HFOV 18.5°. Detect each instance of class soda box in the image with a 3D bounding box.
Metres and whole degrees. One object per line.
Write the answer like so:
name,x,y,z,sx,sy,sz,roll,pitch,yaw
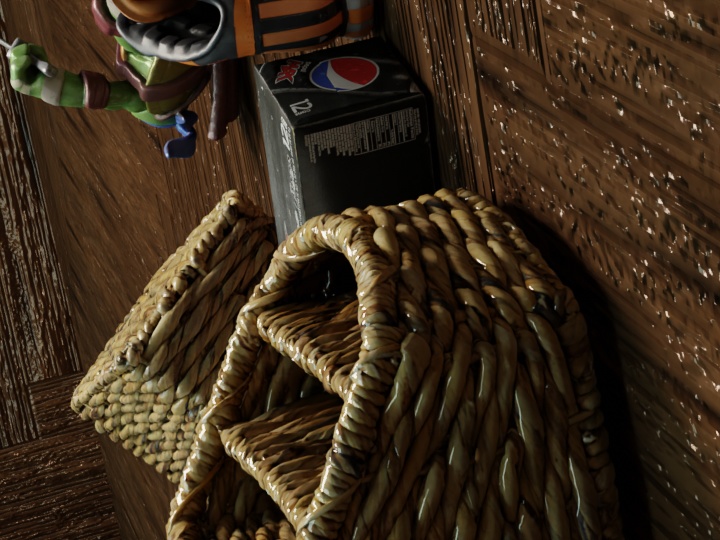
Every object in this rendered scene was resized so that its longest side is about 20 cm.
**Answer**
soda box,0.000,0.000,1.011,0.071,0.063,0.201,-121,21,-56

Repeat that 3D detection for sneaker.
sneaker,-0.074,-0.168,1.037,0.200,0.111,0.078,-118,18,-48

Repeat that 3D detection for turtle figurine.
turtle figurine,-0.154,-0.173,1.331,0.194,0.143,0.201,115,136,-66

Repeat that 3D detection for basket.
basket,-0.005,0.052,0.857,0.200,0.148,0.144,-144,41,-73
basket,-0.060,0.053,1.263,0.149,0.143,0.200,36,162,-6
